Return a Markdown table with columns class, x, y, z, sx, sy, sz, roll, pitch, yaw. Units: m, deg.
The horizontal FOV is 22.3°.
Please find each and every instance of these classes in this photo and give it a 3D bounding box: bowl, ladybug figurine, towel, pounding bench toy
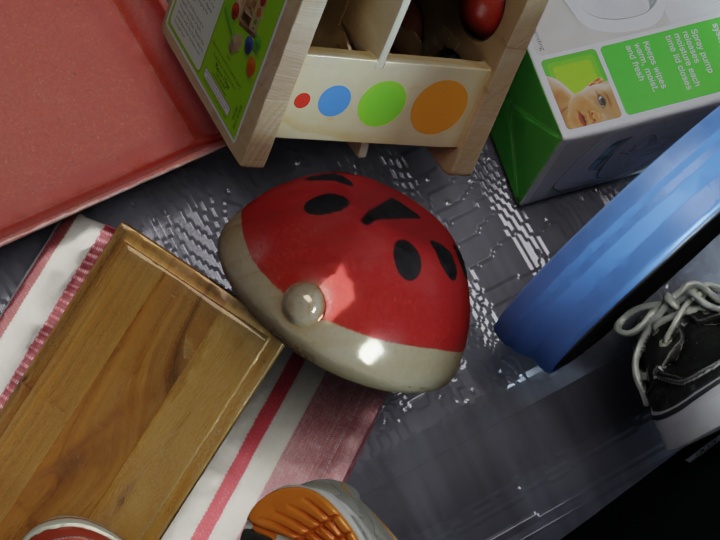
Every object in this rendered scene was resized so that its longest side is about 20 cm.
| class | x | y | z | sx | sy | sz | roll | pitch | yaw |
| --- | --- | --- | --- | --- | --- | --- | --- | --- | --- |
| bowl | 0.155 | -0.021 | 0.942 | 0.200 | 0.201 | 0.039 | -38 | 80 | -23 |
| ladybug figurine | 0.000 | 0.000 | 0.903 | 0.135 | 0.200 | 0.072 | 34 | 101 | 4 |
| towel | -0.100 | 0.073 | 0.944 | 0.199 | 0.023 | 0.145 | 29 | 68 | 0 |
| pounding bench toy | -0.012 | -0.160 | 0.971 | 0.155 | 0.125 | 0.201 | 1 | 39 | -31 |

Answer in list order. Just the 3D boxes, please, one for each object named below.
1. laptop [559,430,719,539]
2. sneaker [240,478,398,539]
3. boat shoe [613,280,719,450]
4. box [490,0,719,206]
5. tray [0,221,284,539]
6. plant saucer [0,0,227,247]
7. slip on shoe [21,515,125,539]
| class | x | y | z | sx | sy | sz | roll | pitch | yaw |
| --- | --- | --- | --- | --- | --- | --- | --- | --- | --- |
| laptop | 0.161 | 0.177 | 0.823 | 0.177 | 0.103 | 0.200 | -36 | 66 | -5 |
| sneaker | 0.023 | 0.184 | 0.886 | 0.075 | 0.092 | 0.201 | -30 | 88 | 18 |
| boat shoe | 0.171 | 0.040 | 0.927 | 0.073 | 0.199 | 0.068 | -29 | 89 | 9 |
| box | 0.145 | -0.162 | 1.052 | 0.175 | 0.097 | 0.202 | -14 | 73 | -16 |
| tray | -0.128 | 0.088 | 0.883 | 0.098 | 0.037 | 0.201 | 33 | 88 | 0 |
| plant saucer | -0.196 | -0.108 | 0.973 | 0.199 | 0.037 | 0.201 | -26 | 75 | -21 |
| slip on shoe | -0.099 | 0.201 | 0.825 | 0.074 | 0.061 | 0.201 | -29 | 78 | 2 |
